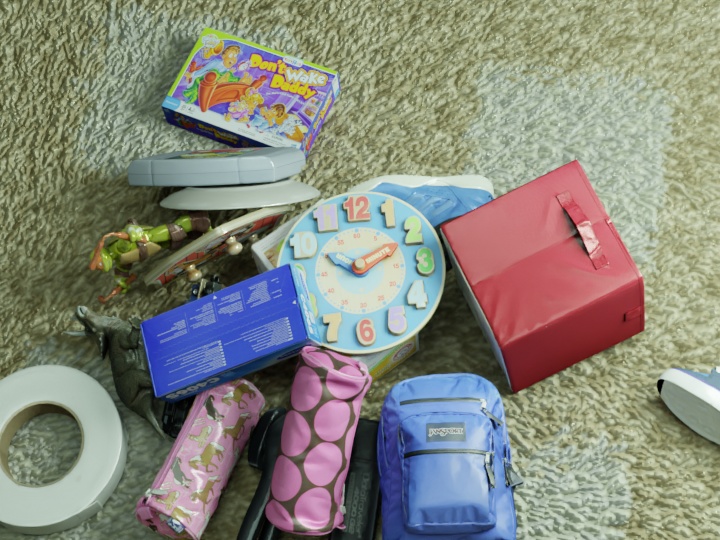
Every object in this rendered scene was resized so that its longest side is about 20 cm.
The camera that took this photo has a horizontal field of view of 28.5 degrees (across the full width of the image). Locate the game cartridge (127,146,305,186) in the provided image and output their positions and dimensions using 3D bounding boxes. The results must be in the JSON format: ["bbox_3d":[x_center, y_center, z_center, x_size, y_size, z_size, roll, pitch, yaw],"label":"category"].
[{"bbox_3d":[-0.182,-0.129,1.772,0.198,0.133,0.041,-1,104,18],"label":"game cartridge"}]

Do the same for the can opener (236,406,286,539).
[{"bbox_3d":[-0.100,0.256,1.648,0.063,0.078,0.202,24,67,-27],"label":"can opener"}]

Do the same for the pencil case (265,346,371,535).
[{"bbox_3d":[-0.043,0.190,1.582,0.093,0.091,0.202,12,99,-2],"label":"pencil case"}]

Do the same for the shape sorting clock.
[{"bbox_3d":[0.000,0.000,1.648,0.197,0.039,0.202,-2,65,5],"label":"shape sorting clock"}]

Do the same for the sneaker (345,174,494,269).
[{"bbox_3d":[0.073,-0.055,1.760,0.197,0.077,0.112,-3,55,-4],"label":"sneaker"}]

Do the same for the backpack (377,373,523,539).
[{"bbox_3d":[0.100,0.214,1.586,0.160,0.168,0.202,1,63,-3],"label":"backpack"}]

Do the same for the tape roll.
[{"bbox_3d":[-0.377,0.213,1.693,0.200,0.037,0.205,-1,65,3],"label":"tape roll"}]

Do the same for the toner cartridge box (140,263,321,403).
[{"bbox_3d":[-0.150,0.073,1.627,0.198,0.043,0.096,-21,70,14],"label":"toner cartridge box"}]

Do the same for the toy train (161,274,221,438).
[{"bbox_3d":[-0.203,0.103,1.713,0.045,0.034,0.202,5,77,37],"label":"toy train"}]

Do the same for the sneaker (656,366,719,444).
[{"bbox_3d":[0.462,0.134,1.648,0.199,0.081,0.147,29,62,20],"label":"sneaker"}]

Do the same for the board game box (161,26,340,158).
[{"bbox_3d":[-0.144,-0.229,1.877,0.198,0.045,0.135,20,68,13],"label":"board game box"}]

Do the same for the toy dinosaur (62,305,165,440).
[{"bbox_3d":[-0.269,0.117,1.714,0.077,0.102,0.201,-13,70,-51],"label":"toy dinosaur"}]

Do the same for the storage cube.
[{"bbox_3d":[0.215,0.012,1.657,0.178,0.200,0.172,-25,66,0],"label":"storage cube"}]

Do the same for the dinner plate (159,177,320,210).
[{"bbox_3d":[-0.148,-0.098,1.743,0.198,0.200,0.025,-3,98,3],"label":"dinner plate"}]

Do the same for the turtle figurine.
[{"bbox_3d":[-0.264,-0.028,1.723,0.160,0.200,0.065,-19,70,-19],"label":"turtle figurine"}]

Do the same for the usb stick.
[{"bbox_3d":[-0.004,0.267,1.641,0.055,0.033,0.202,8,66,1],"label":"usb stick"}]

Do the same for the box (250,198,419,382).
[{"bbox_3d":[-0.029,0.035,1.713,0.112,0.102,0.201,-33,67,-10],"label":"box"}]

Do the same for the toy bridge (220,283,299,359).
[{"bbox_3d":[-0.107,0.080,1.719,0.200,0.027,0.068,40,117,21],"label":"toy bridge"}]

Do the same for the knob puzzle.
[{"bbox_3d":[-0.168,-0.024,1.706,0.218,0.220,0.031,-27,86,-8],"label":"knob puzzle"}]

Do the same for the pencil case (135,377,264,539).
[{"bbox_3d":[-0.184,0.214,1.649,0.082,0.087,0.201,23,66,8],"label":"pencil case"}]
